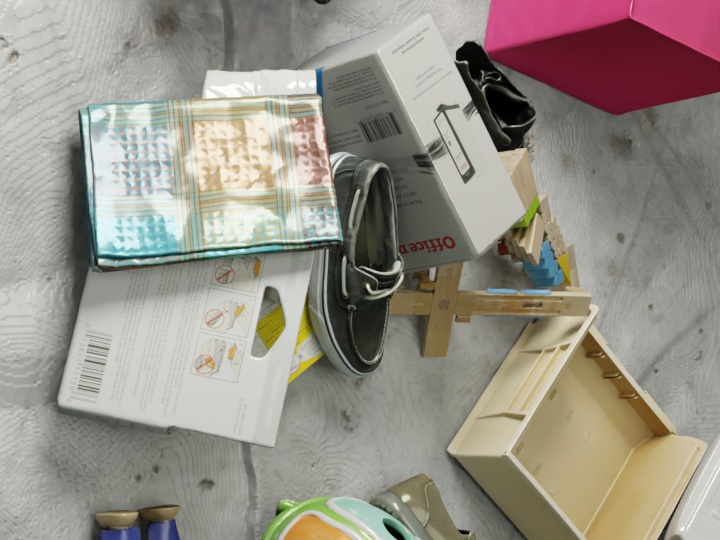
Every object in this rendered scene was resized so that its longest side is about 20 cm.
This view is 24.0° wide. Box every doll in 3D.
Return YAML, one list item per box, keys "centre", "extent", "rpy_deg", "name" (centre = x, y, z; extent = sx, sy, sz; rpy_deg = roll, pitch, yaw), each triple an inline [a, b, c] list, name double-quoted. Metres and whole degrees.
- centre: [-0.164, 0.291, 1.358]
  extent: [0.136, 0.048, 0.200]
  rpy_deg: [-2, 86, -36]
  name: "doll"

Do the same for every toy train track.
- centre: [0.115, 0.024, 1.574]
  extent: [0.200, 0.033, 0.115]
  rpy_deg: [1, 120, -14]
  name: "toy train track"

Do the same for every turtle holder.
- centre: [0.002, 0.275, 1.433]
  extent: [0.141, 0.132, 0.186]
  rpy_deg: [-48, 113, -31]
  name: "turtle holder"

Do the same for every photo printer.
- centre: [0.352, 0.233, 1.678]
  extent: [0.069, 0.200, 0.166]
  rpy_deg: [29, 72, 11]
  name: "photo printer"

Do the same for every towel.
- centre: [-0.121, -0.075, 1.353]
  extent: [0.200, 0.022, 0.147]
  rpy_deg: [-5, 66, -10]
  name: "towel"

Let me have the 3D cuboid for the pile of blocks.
- centre: [0.146, -0.031, 1.592]
  extent: [0.200, 0.062, 0.082]
  rpy_deg: [57, 38, -45]
  name: "pile of blocks"

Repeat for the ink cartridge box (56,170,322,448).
- centre: [-0.134, 0.033, 1.355]
  extent: [0.173, 0.044, 0.200]
  rpy_deg: [12, 76, -2]
  name: "ink cartridge box"

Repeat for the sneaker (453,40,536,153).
- centre: [0.128, -0.125, 1.586]
  extent: [0.200, 0.104, 0.060]
  rpy_deg: [49, 59, -23]
  name: "sneaker"

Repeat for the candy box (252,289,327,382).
- centre: [-0.068, 0.038, 1.469]
  extent: [0.200, 0.026, 0.102]
  rpy_deg: [-38, 104, -33]
  name: "candy box"

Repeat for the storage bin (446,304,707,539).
- centre: [0.214, 0.167, 1.629]
  extent: [0.200, 0.094, 0.199]
  rpy_deg: [49, 60, -23]
  name: "storage bin"

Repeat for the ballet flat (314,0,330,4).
- centre: [-0.005, -0.331, 1.530]
  extent: [0.073, 0.073, 0.200]
  rpy_deg: [12, 76, -36]
  name: "ballet flat"

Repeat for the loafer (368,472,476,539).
- centre: [0.088, 0.265, 1.534]
  extent: [0.070, 0.075, 0.200]
  rpy_deg: [-43, 110, -28]
  name: "loafer"

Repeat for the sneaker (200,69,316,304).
- centre: [-0.098, -0.071, 1.428]
  extent: [0.116, 0.074, 0.200]
  rpy_deg: [2, 88, -6]
  name: "sneaker"

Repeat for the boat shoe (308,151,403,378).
- centre: [0.000, 0.000, 1.451]
  extent: [0.072, 0.071, 0.200]
  rpy_deg: [-21, 111, -40]
  name: "boat shoe"

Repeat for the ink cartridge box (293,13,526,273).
- centre: [0.034, -0.105, 1.486]
  extent: [0.084, 0.146, 0.200]
  rpy_deg: [-40, 110, -38]
  name: "ink cartridge box"

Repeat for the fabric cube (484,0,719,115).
- centre: [0.268, -0.285, 1.650]
  extent: [0.196, 0.199, 0.200]
  rpy_deg: [19, 74, -33]
  name: "fabric cube"
